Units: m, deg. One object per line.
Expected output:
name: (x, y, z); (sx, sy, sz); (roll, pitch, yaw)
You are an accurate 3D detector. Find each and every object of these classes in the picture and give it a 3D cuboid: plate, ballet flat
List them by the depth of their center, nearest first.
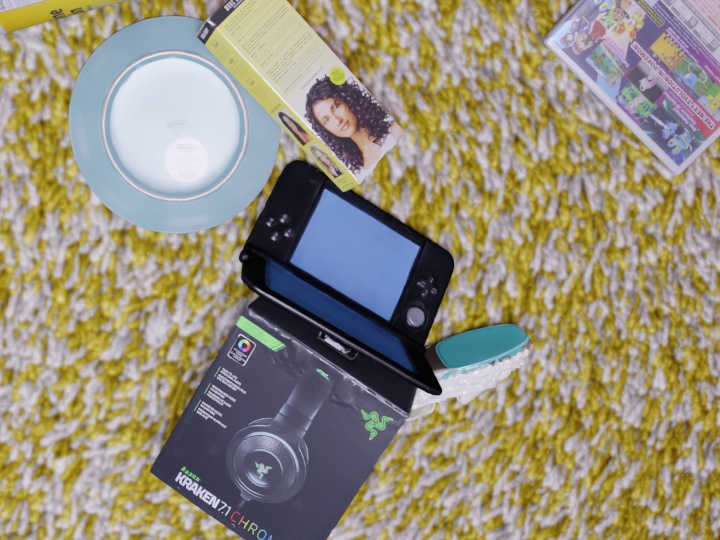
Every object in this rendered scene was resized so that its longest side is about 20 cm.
plate: (-0.172, -0.134, 0.867); (0.197, 0.026, 0.204); (-1, 98, -10)
ballet flat: (0.077, 0.109, 0.931); (0.197, 0.072, 0.073); (-16, 101, -1)

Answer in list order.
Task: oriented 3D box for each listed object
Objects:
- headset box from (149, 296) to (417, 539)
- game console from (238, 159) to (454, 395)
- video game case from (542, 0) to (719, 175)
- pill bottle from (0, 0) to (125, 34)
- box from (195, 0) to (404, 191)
headset box: (-0.064, 0.139, 0.855); (0.173, 0.093, 0.201); (34, 104, 2)
game console: (0.000, 0.000, 0.838); (0.198, 0.116, 0.178); (31, 66, -13)
video game case: (0.310, -0.225, 0.907); (0.199, 0.023, 0.182); (40, 108, -13)
pill bottle: (-0.283, -0.266, 0.784); (0.197, 0.112, 0.114); (-17, 101, -6)
box: (-0.054, -0.172, 0.858); (0.200, 0.050, 0.075); (45, 71, -12)
